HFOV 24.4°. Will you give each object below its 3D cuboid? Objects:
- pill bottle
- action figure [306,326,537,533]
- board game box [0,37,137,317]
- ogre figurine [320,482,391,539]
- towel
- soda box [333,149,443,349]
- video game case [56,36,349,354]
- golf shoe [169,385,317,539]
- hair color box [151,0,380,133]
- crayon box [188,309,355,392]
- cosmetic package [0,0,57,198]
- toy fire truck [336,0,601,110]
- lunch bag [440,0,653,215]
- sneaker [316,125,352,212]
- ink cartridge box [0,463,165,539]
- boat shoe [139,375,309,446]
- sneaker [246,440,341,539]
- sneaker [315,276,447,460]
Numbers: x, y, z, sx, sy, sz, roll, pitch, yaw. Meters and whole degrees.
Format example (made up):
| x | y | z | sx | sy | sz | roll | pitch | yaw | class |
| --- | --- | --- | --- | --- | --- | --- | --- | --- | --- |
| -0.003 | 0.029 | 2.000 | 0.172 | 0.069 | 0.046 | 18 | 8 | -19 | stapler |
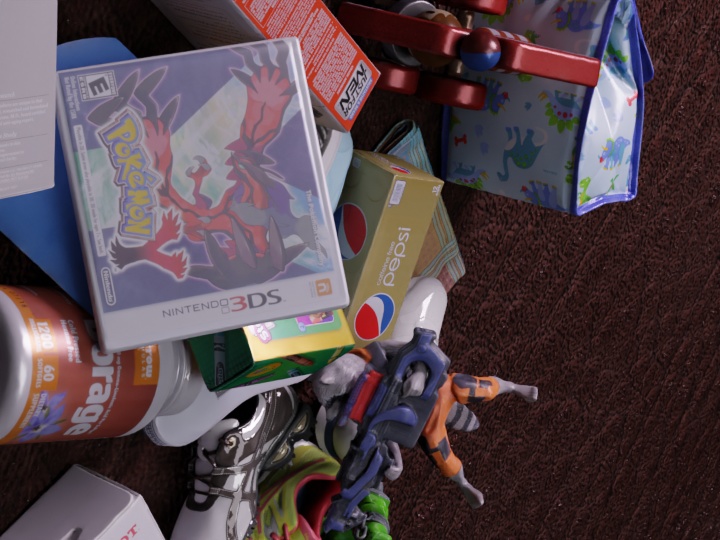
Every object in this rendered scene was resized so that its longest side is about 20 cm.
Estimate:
| x | y | z | sx | sy | sz | roll | pitch | yaw | class |
| --- | --- | --- | --- | --- | --- | --- | --- | --- | --- |
| -0.210 | 0.067 | 1.216 | 0.200 | 0.112 | 0.113 | 2 | 102 | -52 | pill bottle |
| 0.033 | 0.136 | 1.446 | 0.193 | 0.105 | 0.200 | 28 | 103 | -24 | action figure |
| -0.184 | -0.063 | 1.200 | 0.200 | 0.039 | 0.158 | 43 | 77 | -6 | board game box |
| -0.018 | 0.280 | 1.531 | 0.120 | 0.098 | 0.201 | -73 | 170 | -58 | ogre figurine |
| 0.035 | -0.024 | 1.561 | 0.147 | 0.022 | 0.200 | -49 | 137 | -26 | towel |
| 0.000 | 0.000 | 1.460 | 0.064 | 0.068 | 0.201 | 5 | 110 | -44 | soda box |
| -0.113 | -0.056 | 1.183 | 0.181 | 0.023 | 0.201 | -11 | 87 | -15 | video game case |
| -0.122 | 0.171 | 1.410 | 0.095 | 0.078 | 0.201 | 50 | 58 | -36 | golf shoe |
| -0.082 | -0.191 | 1.275 | 0.064 | 0.111 | 0.200 | -60 | 142 | -15 | hair color box |
| -0.094 | -0.014 | 1.285 | 0.119 | 0.058 | 0.201 | -7 | 71 | -50 | crayon box |
| -0.258 | -0.153 | 1.075 | 0.090 | 0.106 | 0.201 | -19 | 117 | -47 | cosmetic package |
| 0.088 | -0.196 | 1.427 | 0.199 | 0.168 | 0.113 | 7 | 99 | -40 | toy fire truck |
| 0.173 | -0.170 | 1.555 | 0.127 | 0.170 | 0.201 | -19 | 116 | -46 | lunch bag |
| -0.057 | -0.040 | 1.399 | 0.201 | 0.074 | 0.082 | -61 | 148 | -6 | sneaker |
| -0.213 | 0.277 | 1.318 | 0.148 | 0.085 | 0.201 | -46 | 134 | -30 | ink cartridge box |
| -0.107 | 0.078 | 1.375 | 0.200 | 0.056 | 0.069 | -30 | 113 | -33 | boat shoe |
| -0.082 | 0.234 | 1.461 | 0.200 | 0.090 | 0.078 | -56 | 140 | -20 | sneaker |
| 0.039 | 0.096 | 1.537 | 0.076 | 0.080 | 0.201 | 50 | 61 | -45 | sneaker |
